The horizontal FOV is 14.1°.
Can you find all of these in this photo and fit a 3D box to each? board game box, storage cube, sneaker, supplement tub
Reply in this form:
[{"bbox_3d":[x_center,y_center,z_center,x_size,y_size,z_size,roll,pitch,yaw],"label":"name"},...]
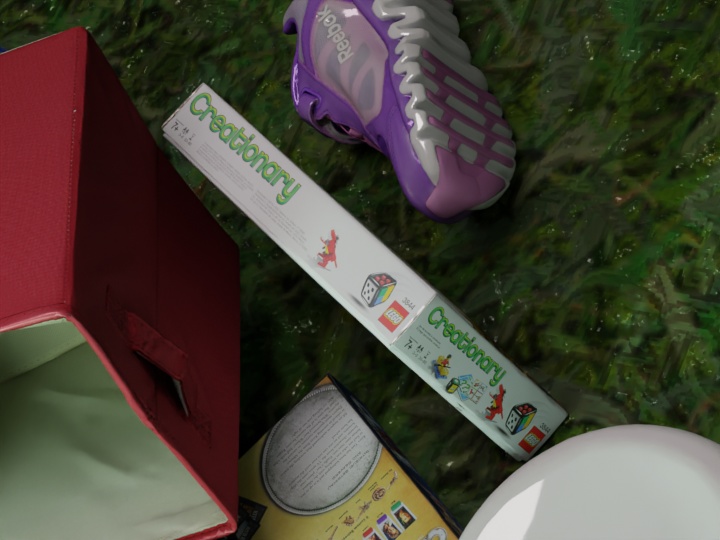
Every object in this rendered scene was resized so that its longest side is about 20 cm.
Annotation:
[{"bbox_3d":[-0.047,0.162,1.342,0.200,0.035,0.136,-44,48,4],"label":"board game box"},{"bbox_3d":[-0.169,0.027,1.332,0.200,0.171,0.180,-17,45,17],"label":"storage cube"},{"bbox_3d":[0.011,-0.087,1.433,0.088,0.080,0.200,-37,43,19],"label":"sneaker"},{"bbox_3d":[0.000,0.000,1.347,0.035,0.126,0.200,-48,48,0],"label":"board game box"},{"bbox_3d":[0.132,0.160,1.110,0.144,0.200,0.145,-17,54,25],"label":"supplement tub"}]

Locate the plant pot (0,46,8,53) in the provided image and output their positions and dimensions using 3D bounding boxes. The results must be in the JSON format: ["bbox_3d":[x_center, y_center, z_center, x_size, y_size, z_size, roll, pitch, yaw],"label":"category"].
[{"bbox_3d":[-0.263,-0.050,1.515,0.200,0.200,0.180,24,85,40],"label":"plant pot"}]
